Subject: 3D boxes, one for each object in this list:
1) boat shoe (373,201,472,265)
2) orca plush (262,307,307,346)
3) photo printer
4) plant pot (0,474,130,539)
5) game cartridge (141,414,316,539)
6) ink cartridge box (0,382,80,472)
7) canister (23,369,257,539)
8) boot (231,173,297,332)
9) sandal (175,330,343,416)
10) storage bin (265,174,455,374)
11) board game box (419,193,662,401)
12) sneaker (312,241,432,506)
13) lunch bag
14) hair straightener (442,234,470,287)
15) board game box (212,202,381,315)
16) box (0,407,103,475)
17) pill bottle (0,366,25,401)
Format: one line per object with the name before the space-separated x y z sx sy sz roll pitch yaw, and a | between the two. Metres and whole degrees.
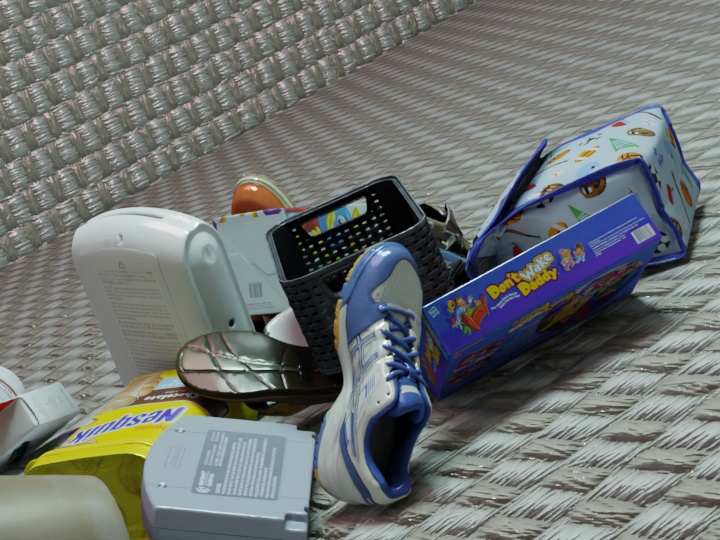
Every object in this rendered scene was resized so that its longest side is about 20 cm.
boat shoe | 0.073 -0.033 1.618 0.072 0.073 0.200 1 -1 22
orca plush | -0.004 0.055 1.556 0.200 0.105 0.071 -28 -22 -26
photo printer | -0.187 0.032 1.541 0.166 0.201 0.069 2 31 38
plant pot | -0.261 0.227 1.155 0.173 0.201 0.200 -14 7 -27
game cartridge | -0.103 0.165 1.251 0.133 0.041 0.200 9 14 -1
ink cartridge box | -0.397 0.195 1.597 0.200 0.044 0.174 -39 -6 16
canister | -0.192 0.162 1.432 0.148 0.087 0.200 -11 16 22
boot | -0.105 0.001 1.702 0.075 0.201 0.107 1 28 21
sandal | -0.067 0.099 1.440 0.199 0.055 0.082 1 40 -8
storage bin | 0.000 0.000 1.412 0.135 0.094 0.200 -24 16 -1
board game box | 0.142 0.025 1.314 0.200 0.045 0.135 -28 -17 -11
sneaker | 0.026 0.079 1.202 0.075 0.201 0.088 9 -3 -35
lunch bag | 0.201 -0.059 1.493 0.200 0.124 0.170 -22 13 25
hair straightener | 0.095 0.008 1.539 0.041 0.077 0.200 -35 6 41
board game box | -0.041 -0.014 1.647 0.105 0.103 0.200 -6 0 42
box | -0.256 0.177 1.614 0.200 0.041 0.156 -34 15 -27
pill bottle | -0.444 0.177 1.808 0.112 0.112 0.200 -24 12 9
